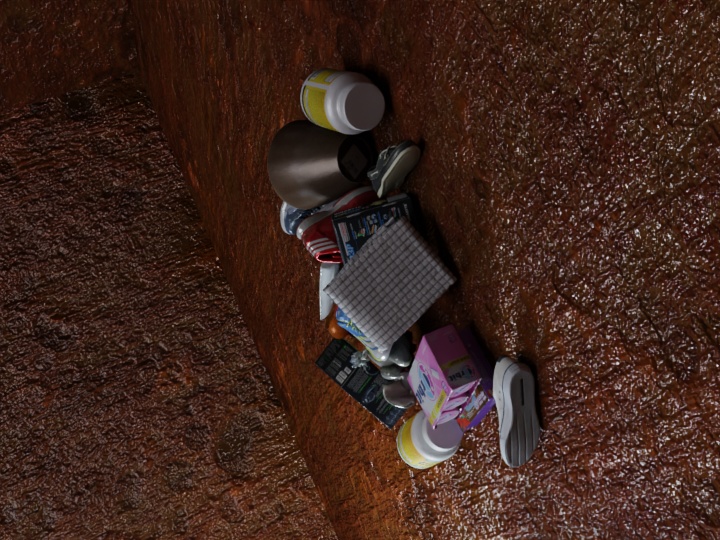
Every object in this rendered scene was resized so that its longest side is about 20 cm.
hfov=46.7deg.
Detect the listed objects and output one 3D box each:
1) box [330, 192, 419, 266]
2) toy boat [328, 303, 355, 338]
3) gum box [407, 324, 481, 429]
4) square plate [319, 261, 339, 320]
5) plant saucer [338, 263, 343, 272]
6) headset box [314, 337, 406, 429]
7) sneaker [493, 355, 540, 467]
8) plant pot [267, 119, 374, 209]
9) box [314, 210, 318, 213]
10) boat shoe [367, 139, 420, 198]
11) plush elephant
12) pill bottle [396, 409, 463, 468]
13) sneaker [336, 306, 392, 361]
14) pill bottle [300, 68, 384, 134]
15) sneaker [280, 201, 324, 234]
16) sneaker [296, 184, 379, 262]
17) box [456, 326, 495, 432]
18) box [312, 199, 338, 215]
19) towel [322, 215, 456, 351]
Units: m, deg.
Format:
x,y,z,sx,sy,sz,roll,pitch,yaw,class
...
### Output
x,y,z,sx,sy,sz,roll,pitch,yaw,class
0.043,-0.029,1.597,0.046,0.155,0.204,-105,-1,-73,box
-0.016,0.120,1.973,0.199,0.128,0.133,13,122,68,toy boat
0.152,0.204,1.556,0.201,0.065,0.115,102,145,-58,gum box
-0.052,-0.017,1.927,0.028,0.201,0.202,15,143,9,square plate
0.000,0.000,1.804,0.199,0.034,0.205,-27,59,56,plant saucer
0.012,0.270,1.999,0.200,0.093,0.174,43,174,-27,headset box
0.262,0.236,1.418,0.071,0.071,0.204,-127,32,-62,sneaker
-0.065,-0.222,1.716,0.198,0.185,0.191,5,116,54,plant pot
-0.105,-0.146,2.080,0.203,0.044,0.161,65,160,15,box
0.055,-0.196,1.527,0.069,0.071,0.200,62,163,7,boat shoe
0.093,0.187,1.732,0.199,0.154,0.167,-37,28,39,plush elephant
0.151,0.352,1.771,0.115,0.111,0.200,64,160,14,pill bottle
0.002,0.117,1.655,0.200,0.103,0.077,-123,50,-73,sneaker
-0.032,-0.320,1.580,0.200,0.111,0.115,34,141,61,pill bottle
-0.110,-0.145,1.953,0.146,0.076,0.205,43,123,34,sneaker
-0.020,-0.082,1.673,0.116,0.198,0.079,55,172,27,sneaker
0.201,0.212,1.594,0.139,0.038,0.201,63,161,22,box
-0.013,-0.081,1.747,0.060,0.116,0.201,56,178,-41,box
0.053,0.022,1.527,0.166,0.200,0.086,46,175,-1,towel
